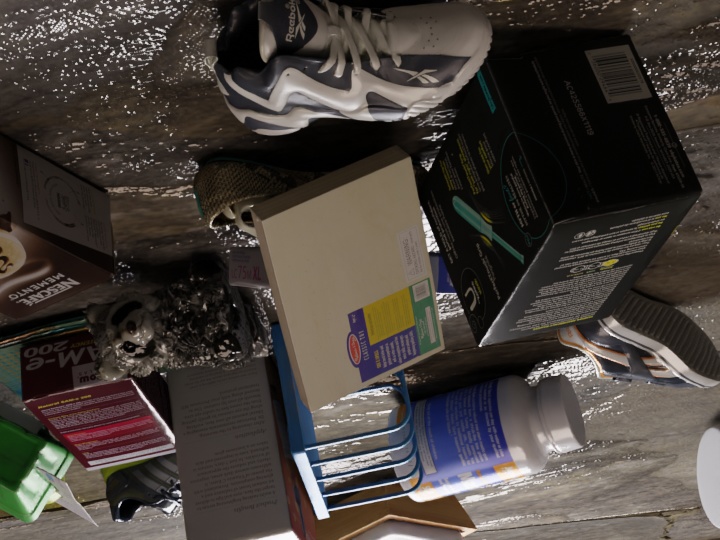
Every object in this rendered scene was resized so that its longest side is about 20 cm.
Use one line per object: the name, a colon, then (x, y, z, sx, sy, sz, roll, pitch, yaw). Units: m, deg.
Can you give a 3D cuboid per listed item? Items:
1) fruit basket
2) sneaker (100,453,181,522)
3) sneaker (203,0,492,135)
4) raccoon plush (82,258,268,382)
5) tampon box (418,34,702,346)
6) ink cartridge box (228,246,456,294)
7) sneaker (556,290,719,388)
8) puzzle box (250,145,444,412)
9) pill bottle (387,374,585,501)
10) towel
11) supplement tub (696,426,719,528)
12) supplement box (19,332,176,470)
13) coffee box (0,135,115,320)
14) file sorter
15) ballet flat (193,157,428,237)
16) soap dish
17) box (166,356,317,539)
fruit basket: (-0.362, 0.198, 1.646, 0.185, 0.094, 0.200, 25, 167, 11)
sneaker: (-0.205, 0.228, 1.784, 0.200, 0.081, 0.074, -23, 149, 27)
sneaker: (-0.017, -0.158, 1.093, 0.199, 0.080, 0.130, -6, 163, 19)
raccoon plush: (-0.166, 0.072, 1.462, 0.134, 0.097, 0.200, -17, 150, 5)
tampon box: (0.147, -0.058, 1.230, 0.126, 0.150, 0.200, -11, 156, -19)
ink cartridge box: (0.000, 0.000, 1.377, 0.200, 0.042, 0.119, 4, -179, -31)
sneaker: (0.284, 0.075, 1.622, 0.200, 0.079, 0.079, 28, 133, -32)
puzzle box: (-0.007, 0.010, 1.284, 0.133, 0.025, 0.200, -24, 128, -17)
pill bottle: (0.140, 0.179, 1.744, 0.200, 0.112, 0.112, -16, 151, 18)
towel: (-0.262, 0.079, 1.552, 0.200, 0.022, 0.147, -14, 153, 8)
supplement tub: (0.528, 0.247, 1.943, 0.199, 0.141, 0.140, -2, 152, -11)
supplement box: (-0.250, 0.128, 1.561, 0.109, 0.061, 0.200, -12, 154, 3)
coffee box: (-0.300, -0.042, 1.243, 0.113, 0.080, 0.200, -23, 149, 26)
file sorter: (-0.009, 0.147, 1.620, 0.122, 0.139, 0.200, -11, 153, 0)
ballet flat: (-0.036, -0.051, 1.299, 0.199, 0.075, 0.068, 0, 149, -16)
soap dish: (0.026, 0.341, 2.059, 0.157, 0.081, 0.200, 17, 144, -39)
box: (-0.118, 0.204, 1.626, 0.106, 0.200, 0.152, -13, 154, 4)
